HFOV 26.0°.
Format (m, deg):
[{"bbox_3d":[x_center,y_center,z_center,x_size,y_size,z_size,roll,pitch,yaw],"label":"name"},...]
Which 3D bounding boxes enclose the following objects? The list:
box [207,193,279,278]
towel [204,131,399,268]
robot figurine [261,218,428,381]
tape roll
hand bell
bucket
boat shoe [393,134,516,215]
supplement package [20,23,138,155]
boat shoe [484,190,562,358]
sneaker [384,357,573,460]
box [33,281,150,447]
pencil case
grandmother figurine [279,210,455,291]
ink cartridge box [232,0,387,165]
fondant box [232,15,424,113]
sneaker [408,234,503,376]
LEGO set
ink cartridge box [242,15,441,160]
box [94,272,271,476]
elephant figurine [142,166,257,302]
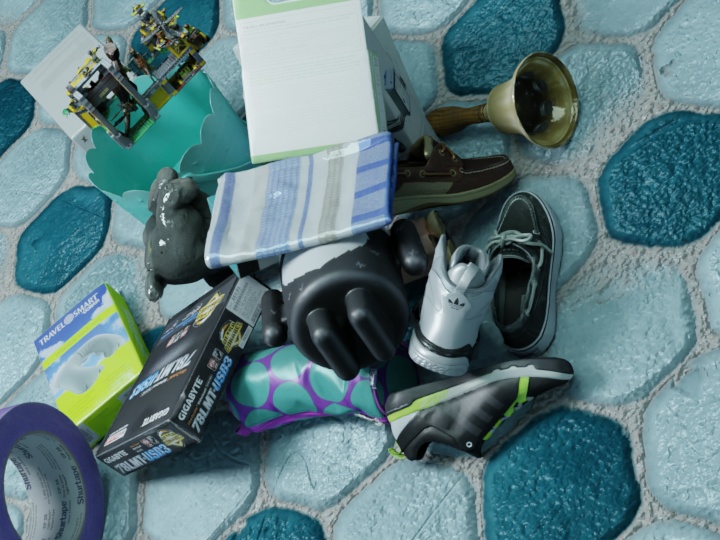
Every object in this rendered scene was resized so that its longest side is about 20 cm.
[{"bbox_3d":[-0.059,-0.073,1.673,0.199,0.083,0.049,-24,38,-16],"label":"box"},{"bbox_3d":[-0.059,-0.071,1.558,0.198,0.024,0.148,-13,38,15],"label":"towel"},{"bbox_3d":[-0.018,0.016,1.544,0.149,0.126,0.201,5,34,-12],"label":"robot figurine"},{"bbox_3d":[-0.371,0.249,1.690,0.084,0.200,0.201,-16,49,27],"label":"tape roll"},{"bbox_3d":[0.136,-0.174,1.744,0.199,0.104,0.105,-8,52,49],"label":"hand bell"},{"bbox_3d":[-0.225,-0.141,1.937,0.206,0.135,0.209,-20,48,24],"label":"bucket"},{"bbox_3d":[0.076,-0.108,1.660,0.198,0.073,0.072,-12,16,-21],"label":"boat shoe"},{"bbox_3d":[-0.349,-0.221,2.107,0.121,0.120,0.200,-44,42,-3],"label":"supplement package"},{"bbox_3d":[0.158,-0.010,1.589,0.073,0.068,0.201,-12,51,29],"label":"boat shoe"},{"bbox_3d":[0.119,0.139,1.520,0.198,0.072,0.084,-17,83,20],"label":"sneaker"},{"bbox_3d":[-0.320,0.105,1.880,0.122,0.048,0.200,-39,43,4],"label":"box"},{"bbox_3d":[-0.042,0.121,1.625,0.198,0.085,0.093,-8,69,33],"label":"pencil case"},{"bbox_3d":[0.000,0.000,1.666,0.199,0.122,0.061,-24,1,11],"label":"grandmother figurine"},{"bbox_3d":[-0.054,-0.219,1.631,0.144,0.048,0.202,-7,90,16],"label":"ink cartridge box"},{"bbox_3d":[-0.037,-0.221,1.844,0.199,0.145,0.058,5,43,40],"label":"fondant box"},{"bbox_3d":[0.097,0.023,1.535,0.200,0.074,0.116,-69,-2,-74],"label":"sneaker"},{"bbox_3d":[-0.290,-0.253,1.887,0.200,0.116,0.154,-42,41,2],"label":"LEGO set"},{"bbox_3d":[-0.018,-0.167,1.744,0.145,0.201,0.086,-21,34,22],"label":"ink cartridge box"},{"bbox_3d":[-0.193,0.114,1.703,0.200,0.050,0.200,-30,29,54],"label":"box"},{"bbox_3d":[-0.145,-0.043,1.800,0.142,0.198,0.157,-131,53,-68],"label":"elephant figurine"}]
